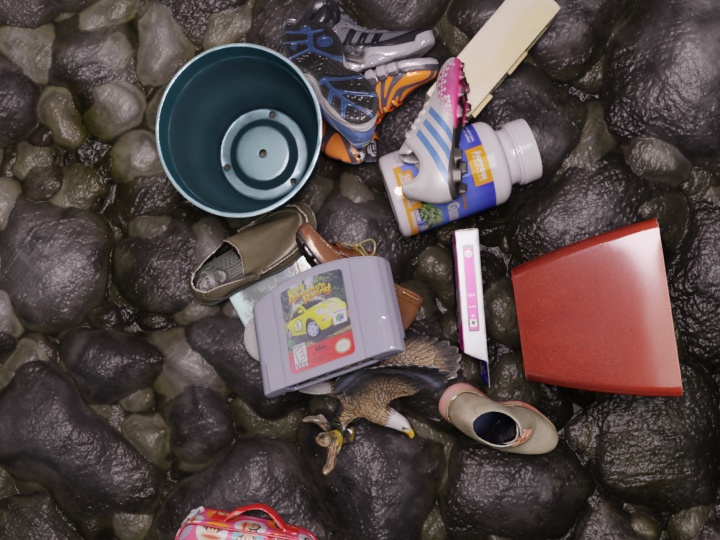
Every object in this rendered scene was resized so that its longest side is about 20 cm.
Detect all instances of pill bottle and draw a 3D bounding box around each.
[{"bbox_3d":[0.131,-0.127,1.056,0.197,0.112,0.114,-19,88,2],"label":"pill bottle"}]

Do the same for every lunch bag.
[{"bbox_3d":[-0.155,0.398,1.069,0.197,0.082,0.179,11,89,3],"label":"lunch bag"}]

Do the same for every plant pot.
[{"bbox_3d":[0.286,0.054,1.017,0.173,0.200,0.203,-9,88,12],"label":"plant pot"},{"bbox_3d":[-0.137,-0.160,1.027,0.196,0.188,0.204,0,88,3],"label":"plant pot"}]

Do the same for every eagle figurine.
[{"bbox_3d":[0.027,0.156,1.043,0.150,0.152,0.201,28,109,-36],"label":"eagle figurine"}]

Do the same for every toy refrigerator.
[{"bbox_3d":[0.175,-0.281,1.077,0.070,0.076,0.200,41,90,2],"label":"toy refrigerator"}]

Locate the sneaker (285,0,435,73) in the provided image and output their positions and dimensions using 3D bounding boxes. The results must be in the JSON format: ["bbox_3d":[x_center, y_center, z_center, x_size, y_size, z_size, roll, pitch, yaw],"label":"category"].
[{"bbox_3d":[-0.005,-0.320,1.082,0.197,0.075,0.116,-15,91,4],"label":"sneaker"}]

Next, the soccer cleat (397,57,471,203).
[{"bbox_3d":[0.088,-0.175,0.986,0.085,0.070,0.203,-2,64,17],"label":"soccer cleat"}]

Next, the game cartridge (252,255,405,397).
[{"bbox_3d":[-0.045,0.063,0.978,0.198,0.041,0.135,-23,63,25],"label":"game cartridge"}]

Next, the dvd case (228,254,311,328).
[{"bbox_3d":[-0.097,0.041,1.105,0.145,0.022,0.202,-29,89,1],"label":"dvd case"}]

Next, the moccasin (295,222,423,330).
[{"bbox_3d":[0.000,0.000,1.061,0.200,0.074,0.078,37,84,-12],"label":"moccasin"}]

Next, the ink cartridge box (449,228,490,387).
[{"bbox_3d":[0.144,0.048,1.060,0.036,0.095,0.204,-6,89,2],"label":"ink cartridge box"}]

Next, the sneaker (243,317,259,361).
[{"bbox_3d":[-0.055,0.094,1.061,0.197,0.105,0.077,1,85,32],"label":"sneaker"}]

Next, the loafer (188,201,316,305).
[{"bbox_3d":[-0.143,-0.019,1.063,0.199,0.070,0.076,-37,87,1],"label":"loafer"}]

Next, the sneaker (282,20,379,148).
[{"bbox_3d":[-0.041,-0.234,1.011,0.075,0.077,0.202,-23,61,-9],"label":"sneaker"}]

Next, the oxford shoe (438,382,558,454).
[{"bbox_3d":[0.189,0.207,1.032,0.198,0.074,0.072,20,100,-30],"label":"oxford shoe"}]

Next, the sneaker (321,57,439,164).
[{"bbox_3d":[0.024,-0.206,1.072,0.198,0.077,0.114,-14,95,28],"label":"sneaker"}]
